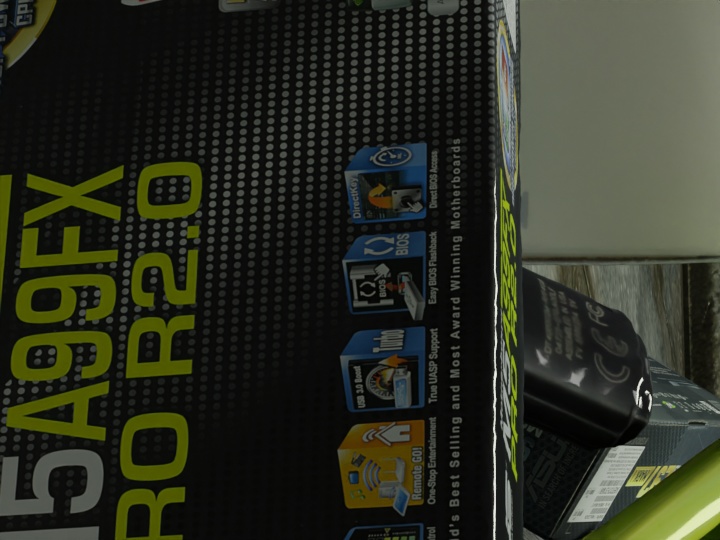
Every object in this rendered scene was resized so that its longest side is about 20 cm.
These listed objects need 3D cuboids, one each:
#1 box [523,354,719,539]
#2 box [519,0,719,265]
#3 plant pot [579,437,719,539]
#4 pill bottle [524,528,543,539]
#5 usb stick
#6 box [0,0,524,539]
[{"bbox_3d":[0.045,0.034,1.012,0.051,0.158,0.200,-60,160,7],"label":"box"},{"bbox_3d":[0.075,-0.078,1.071,0.200,0.109,0.128,-112,-157,-80],"label":"box"},{"bbox_3d":[0.110,0.158,0.829,0.200,0.181,0.199,-28,86,-44],"label":"plant pot"},{"bbox_3d":[0.021,0.128,1.035,0.200,0.116,0.116,-58,143,-72],"label":"pill bottle"},{"bbox_3d":[0.000,0.000,0.851,0.033,0.200,0.056,-50,-153,34],"label":"usb stick"},{"bbox_3d":[-0.048,-0.001,0.590,0.044,0.160,0.200,71,18,-59],"label":"box"}]
